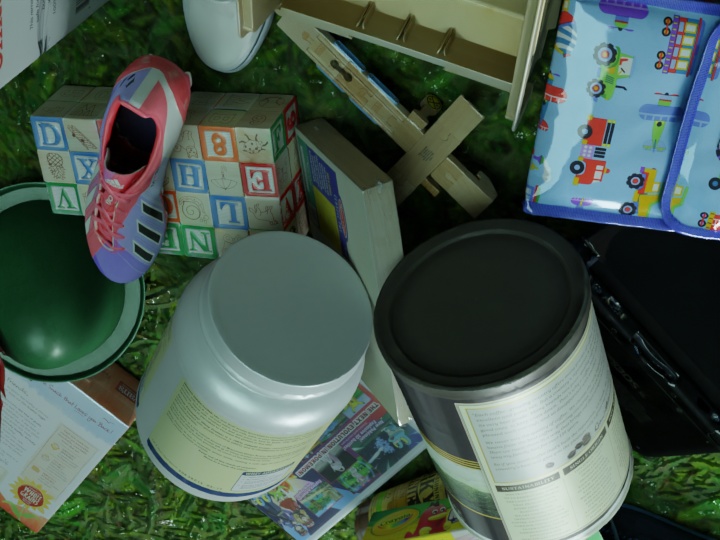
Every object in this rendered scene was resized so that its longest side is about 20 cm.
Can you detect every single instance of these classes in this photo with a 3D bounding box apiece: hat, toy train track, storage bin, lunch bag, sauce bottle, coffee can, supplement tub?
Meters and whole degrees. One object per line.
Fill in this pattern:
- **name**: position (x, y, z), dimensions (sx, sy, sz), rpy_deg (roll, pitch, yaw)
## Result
- **hat**: position (-0.263, 0.043, 1.038), dimensions (0.165, 0.176, 0.201), rpy_deg (-26, 102, 9)
- **toy train track**: position (0.023, -0.121, 0.954), dimensions (0.200, 0.033, 0.115), rpy_deg (44, 133, -3)
- **storage bin**: position (0.027, -0.203, 0.823), dimensions (0.198, 0.094, 0.199), rpy_deg (20, 147, 11)
- **lunch bag**: position (0.217, -0.102, 0.849), dimensions (0.198, 0.094, 0.152), rpy_deg (12, 113, 6)
- **sauce bottle**: position (0.086, 0.194, 1.112), dimensions (0.199, 0.065, 0.065), rpy_deg (-27, 109, 30)
- **coffee can**: position (0.106, 0.085, 0.929), dimensions (0.145, 0.147, 0.201), rpy_deg (-2, 138, 21)
- **supplement tub**: position (-0.081, 0.074, 0.992), dimensions (0.144, 0.146, 0.200), rpy_deg (32, 143, -2)

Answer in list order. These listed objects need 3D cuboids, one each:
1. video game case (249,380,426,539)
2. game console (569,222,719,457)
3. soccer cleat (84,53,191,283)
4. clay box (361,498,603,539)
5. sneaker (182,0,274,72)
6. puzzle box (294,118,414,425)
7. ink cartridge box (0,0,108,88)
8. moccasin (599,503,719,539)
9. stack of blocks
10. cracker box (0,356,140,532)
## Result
- **video game case**: position (-0.058, 0.135, 1.152), dimensions (0.182, 0.023, 0.200), rpy_deg (40, 125, -7)
- **game console**: position (0.226, 0.030, 0.982), dimensions (0.200, 0.117, 0.176), rpy_deg (46, 155, -11)
- **soccer cleat**: position (-0.170, -0.063, 0.956), dimensions (0.066, 0.077, 0.201), rpy_deg (25, 127, 3)
- **clay box**: position (0.112, 0.234, 1.059), dimensions (0.199, 0.048, 0.115), rpy_deg (-16, 116, 27)
- **sneaker**: position (-0.095, -0.222, 0.903), dimensions (0.072, 0.071, 0.201), rpy_deg (16, 125, 10)
- **puzzle box**: position (0.000, 0.000, 0.985), dimensions (0.025, 0.133, 0.202), rpy_deg (-19, 122, -16)
- **ink cartridge box**: position (-0.238, -0.222, 0.876), dimensions (0.082, 0.200, 0.148), rpy_deg (16, 125, 10)
- **moccasin**: position (0.236, 0.242, 1.083), dimensions (0.198, 0.068, 0.081), rpy_deg (9, 124, 15)
- **stack of blocks**: position (-0.145, -0.076, 1.024), dimensions (0.198, 0.059, 0.116), rpy_deg (5, 123, 17)
- **cracker box**: position (-0.299, 0.140, 1.221), dimensions (0.134, 0.058, 0.200), rpy_deg (39, 127, -7)
